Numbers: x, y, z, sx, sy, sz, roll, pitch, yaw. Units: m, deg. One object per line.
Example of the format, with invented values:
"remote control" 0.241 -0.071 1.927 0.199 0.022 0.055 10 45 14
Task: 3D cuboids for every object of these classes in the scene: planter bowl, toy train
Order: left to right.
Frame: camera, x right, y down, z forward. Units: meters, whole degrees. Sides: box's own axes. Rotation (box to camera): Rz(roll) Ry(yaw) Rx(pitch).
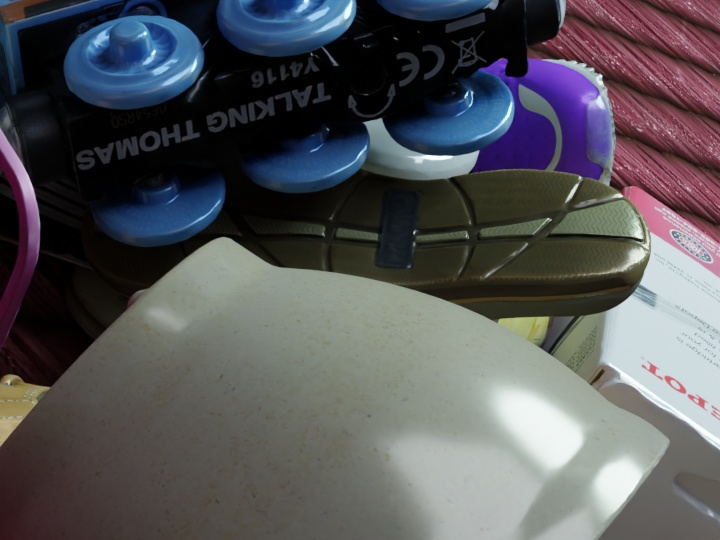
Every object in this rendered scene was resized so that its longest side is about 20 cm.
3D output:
"planter bowl" -0.030 0.076 0.830 0.135 0.200 0.200 43 24 4
"toy train" -0.034 -0.082 1.016 0.200 0.087 0.114 -18 42 -13

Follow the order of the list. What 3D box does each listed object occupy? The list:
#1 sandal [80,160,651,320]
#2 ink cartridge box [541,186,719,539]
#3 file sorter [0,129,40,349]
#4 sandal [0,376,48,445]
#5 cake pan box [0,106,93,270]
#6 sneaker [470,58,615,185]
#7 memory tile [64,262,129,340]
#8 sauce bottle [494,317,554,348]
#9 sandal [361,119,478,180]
"sandal" 0.000 0.000 1.027 0.200 0.054 0.080 4 42 10
"ink cartridge box" 0.141 0.067 1.242 0.145 0.084 0.200 34 23 -6
"file sorter" -0.206 -0.006 0.783 0.200 0.125 0.139 -8 48 -38
"sandal" -0.098 0.067 0.926 0.200 0.054 0.080 23 27 -30
"cake pan box" -0.126 -0.069 1.148 0.184 0.052 0.200 18 26 -29
"sneaker" 0.009 -0.047 1.211 0.099 0.070 0.200 -7 5 -42
"memory tile" -0.015 0.065 1.115 0.153 0.017 0.200 3 41 -52
"sauce bottle" 0.025 0.015 1.155 0.065 0.065 0.200 43 11 13
"sandal" -0.015 -0.059 1.141 0.082 0.050 0.203 0 22 -24
